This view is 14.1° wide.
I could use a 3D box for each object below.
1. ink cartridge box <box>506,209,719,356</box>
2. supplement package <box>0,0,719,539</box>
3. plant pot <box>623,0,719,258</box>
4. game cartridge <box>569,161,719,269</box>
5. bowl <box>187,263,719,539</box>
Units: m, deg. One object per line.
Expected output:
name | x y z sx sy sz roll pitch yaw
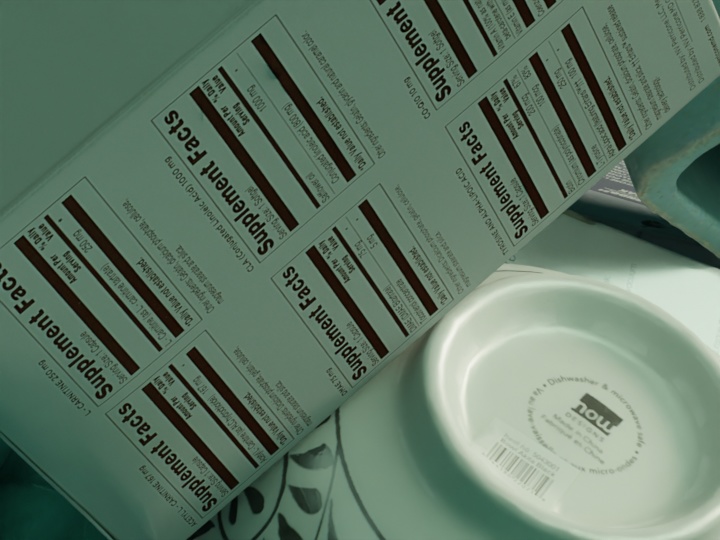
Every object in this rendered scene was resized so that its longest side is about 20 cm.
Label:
ink cartridge box | 0.092 0.093 0.880 0.200 0.043 0.198 21 68 -15
supplement package | -0.054 -0.075 0.721 0.191 0.200 0.147 47 -5 35
plant pot | 0.159 -0.129 0.928 0.196 0.196 0.200 28 32 -59
game cartridge | 0.075 -0.023 1.071 0.200 0.041 0.133 18 13 30
bowl | 0.045 0.062 0.759 0.200 0.094 0.201 10 46 -11
